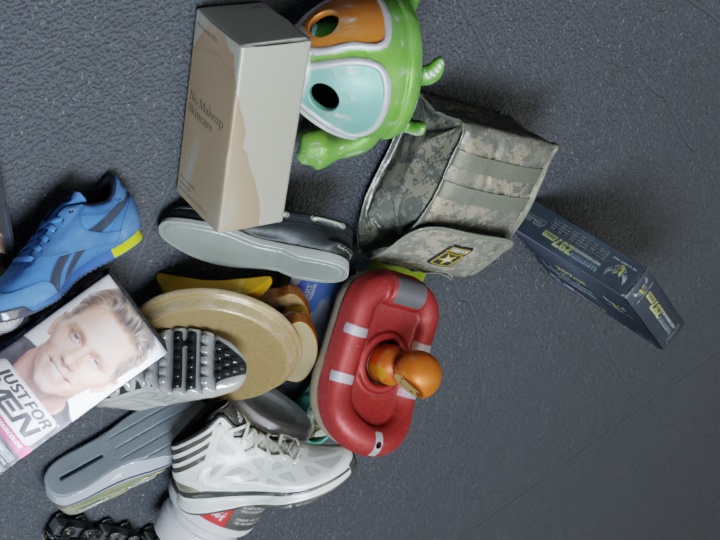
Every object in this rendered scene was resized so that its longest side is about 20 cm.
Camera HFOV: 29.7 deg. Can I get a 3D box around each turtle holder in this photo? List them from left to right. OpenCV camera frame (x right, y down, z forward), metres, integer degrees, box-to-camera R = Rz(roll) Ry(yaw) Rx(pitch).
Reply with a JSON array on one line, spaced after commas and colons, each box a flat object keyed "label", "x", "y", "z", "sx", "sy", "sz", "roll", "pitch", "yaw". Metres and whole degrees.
[{"label": "turtle holder", "x": -0.011, "y": -0.194, "z": 1.344, "sx": 0.132, "sy": 0.141, "sz": 0.186, "roll": -4, "pitch": 166, "yaw": -21}]

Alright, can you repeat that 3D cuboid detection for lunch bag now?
[{"label": "lunch bag", "x": 0.102, "y": -0.082, "z": 1.522, "sx": 0.164, "sy": 0.118, "sz": 0.200, "roll": 9, "pitch": 113, "yaw": -41}]

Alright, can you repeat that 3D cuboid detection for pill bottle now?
[{"label": "pill bottle", "x": -0.151, "y": 0.235, "z": 1.570, "sx": 0.114, "sy": 0.114, "sz": 0.200, "roll": 17, "pitch": 110, "yaw": -47}]

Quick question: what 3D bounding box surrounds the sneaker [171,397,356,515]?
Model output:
[{"label": "sneaker", "x": -0.107, "y": 0.192, "z": 1.457, "sx": 0.200, "sy": 0.076, "sz": 0.116, "roll": -10, "pitch": 115, "yaw": -4}]

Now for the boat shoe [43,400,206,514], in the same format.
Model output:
[{"label": "boat shoe", "x": -0.254, "y": 0.205, "z": 1.503, "sx": 0.200, "sy": 0.072, "sz": 0.062, "roll": -23, "pitch": 152, "yaw": -14}]

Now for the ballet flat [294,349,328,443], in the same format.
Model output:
[{"label": "ballet flat", "x": -0.027, "y": 0.142, "z": 1.588, "sx": 0.067, "sy": 0.070, "sz": 0.200, "roll": -7, "pitch": 146, "yaw": -30}]

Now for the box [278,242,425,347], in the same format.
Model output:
[{"label": "box", "x": -0.023, "y": 0.029, "z": 1.562, "sx": 0.200, "sy": 0.048, "sz": 0.122, "roll": 1, "pitch": 120, "yaw": -40}]

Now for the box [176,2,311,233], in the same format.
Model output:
[{"label": "box", "x": -0.115, "y": -0.147, "z": 1.306, "sx": 0.078, "sy": 0.095, "sz": 0.200, "roll": -13, "pitch": 128, "yaw": -33}]

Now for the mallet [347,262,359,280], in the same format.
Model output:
[{"label": "mallet", "x": 0.000, "y": 0.000, "z": 1.502, "sx": 0.066, "sy": 0.041, "sz": 0.200, "roll": -43, "pitch": 133, "yaw": -8}]

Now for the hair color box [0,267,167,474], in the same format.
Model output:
[{"label": "hair color box", "x": -0.298, "y": 0.096, "z": 1.324, "sx": 0.200, "sy": 0.061, "sz": 0.100, "roll": -37, "pitch": 101, "yaw": -5}]

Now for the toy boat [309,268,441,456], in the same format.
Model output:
[{"label": "toy boat", "x": 0.035, "y": 0.104, "z": 1.454, "sx": 0.130, "sy": 0.131, "sz": 0.200, "roll": 15, "pitch": 91, "yaw": -39}]

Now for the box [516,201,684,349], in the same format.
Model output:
[{"label": "box", "x": 0.297, "y": 0.005, "z": 1.702, "sx": 0.051, "sy": 0.200, "sz": 0.158, "roll": -50, "pitch": 140, "yaw": -5}]

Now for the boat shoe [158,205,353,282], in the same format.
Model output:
[{"label": "boat shoe", "x": -0.106, "y": -0.038, "z": 1.393, "sx": 0.200, "sy": 0.060, "sz": 0.076, "roll": 15, "pitch": 152, "yaw": -13}]

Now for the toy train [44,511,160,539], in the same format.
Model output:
[{"label": "toy train", "x": -0.286, "y": 0.317, "z": 1.582, "sx": 0.200, "sy": 0.034, "sz": 0.046, "roll": 22, "pitch": 110, "yaw": -48}]

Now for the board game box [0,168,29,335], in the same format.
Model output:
[{"label": "board game box", "x": -0.382, "y": -0.011, "z": 1.229, "sx": 0.135, "sy": 0.035, "sz": 0.200, "roll": -23, "pitch": 134, "yaw": -26}]

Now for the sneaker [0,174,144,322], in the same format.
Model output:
[{"label": "sneaker", "x": -0.285, "y": -0.023, "z": 1.255, "sx": 0.200, "sy": 0.066, "sz": 0.079, "roll": -41, "pitch": 124, "yaw": -42}]

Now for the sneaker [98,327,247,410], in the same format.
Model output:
[{"label": "sneaker", "x": -0.207, "y": 0.108, "z": 1.400, "sx": 0.200, "sy": 0.075, "sz": 0.081, "roll": -3, "pitch": 151, "yaw": 15}]

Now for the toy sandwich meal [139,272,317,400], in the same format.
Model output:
[{"label": "toy sandwich meal", "x": -0.145, "y": 0.064, "z": 1.441, "sx": 0.205, "sy": 0.070, "sz": 0.205, "roll": 3, "pitch": 139, "yaw": 2}]
